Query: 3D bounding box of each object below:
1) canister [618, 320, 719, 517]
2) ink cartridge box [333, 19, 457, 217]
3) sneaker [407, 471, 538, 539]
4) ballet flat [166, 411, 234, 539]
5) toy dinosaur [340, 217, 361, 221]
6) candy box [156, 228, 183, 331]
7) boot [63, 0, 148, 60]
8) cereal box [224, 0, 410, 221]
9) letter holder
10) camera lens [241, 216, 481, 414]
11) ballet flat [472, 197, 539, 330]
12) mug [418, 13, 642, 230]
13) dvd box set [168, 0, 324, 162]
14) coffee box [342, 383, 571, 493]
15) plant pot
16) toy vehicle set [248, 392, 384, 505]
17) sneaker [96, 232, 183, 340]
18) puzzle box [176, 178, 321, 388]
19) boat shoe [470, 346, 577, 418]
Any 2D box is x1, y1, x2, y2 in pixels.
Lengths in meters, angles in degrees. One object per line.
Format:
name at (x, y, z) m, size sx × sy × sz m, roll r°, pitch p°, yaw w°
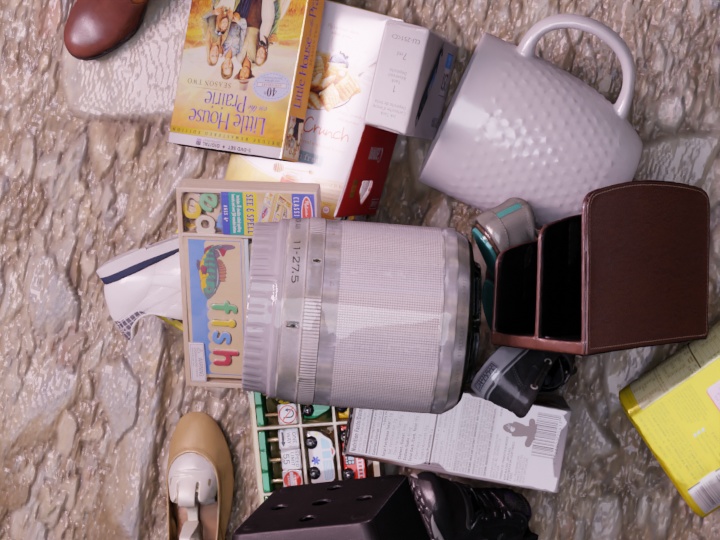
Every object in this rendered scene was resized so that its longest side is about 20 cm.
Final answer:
canister at (0.353, 0.112, 1.701) m, size 0.199 × 0.087 × 0.149 m, roll -36°, pitch 85°, yaw 12°
ink cartridge box at (0.036, -0.130, 1.693) m, size 0.044 × 0.200 × 0.178 m, roll 15°, pitch 96°, yaw 9°
sneaker at (0.107, 0.217, 1.706) m, size 0.087 × 0.200 × 0.076 m, roll -26°, pitch 61°, yaw 7°
ballet flat at (-0.159, 0.240, 1.815) m, size 0.068 × 0.063 × 0.203 m, roll -2°, pitch 92°, yaw 10°
toy dinosaur at (0.000, 0.000, 1.739) m, size 0.198 × 0.048 × 0.089 m, roll 17°, pitch 122°, yaw -14°
candy box at (-0.110, 0.036, 1.799) m, size 0.199 × 0.026 × 0.103 m, roll 29°, pitch 85°, yaw 15°
boot at (-0.233, -0.276, 1.738) m, size 0.188 × 0.200 × 0.069 m, roll -38°, pitch 85°, yaw 10°
cereal box at (-0.040, -0.155, 1.778) m, size 0.143 × 0.039 × 0.202 m, roll 16°, pitch 96°, yaw 21°
letter holder at (0.213, -0.008, 1.628) m, size 0.100 × 0.199 × 0.144 m, roll 5°, pitch 96°, yaw 40°
camera lens at (0.001, 0.038, 1.611) m, size 0.197 × 0.160 × 0.162 m, roll 4°, pitch 93°, yaw -2°
ballet flat at (0.144, 0.004, 1.697) m, size 0.063 × 0.201 × 0.068 m, roll -33°, pitch 59°, yaw -11°
mug at (0.171, -0.135, 1.689) m, size 0.174 × 0.148 × 0.202 m, roll 25°, pitch 108°, yaw -1°
dvd box set at (-0.106, -0.210, 1.771) m, size 0.145 × 0.029 × 0.202 m, roll 11°, pitch 91°, yaw 35°
coffee box at (0.088, 0.143, 1.724) m, size 0.198 × 0.114 × 0.081 m, roll 10°, pitch 92°, yaw 3°
plant pot at (-0.018, 0.294, 1.698) m, size 0.197 × 0.200 × 0.180 m, roll -8°, pitch 99°, yaw 19°
toy vehicle set at (-0.041, 0.180, 1.808) m, size 0.123 × 0.027 × 0.203 m, roll -6°, pitch 91°, yaw 11°
sneaker at (-0.148, -0.001, 1.772) m, size 0.198 × 0.076 × 0.081 m, roll -19°, pitch 94°, yaw 8°
puzzle box at (-0.099, 0.015, 1.720) m, size 0.131 × 0.025 × 0.202 m, roll 1°, pitch 112°, yaw 7°
boat shoe at (0.162, 0.085, 1.681) m, size 0.056 × 0.200 × 0.069 m, roll 38°, pitch 118°, yaw 14°
